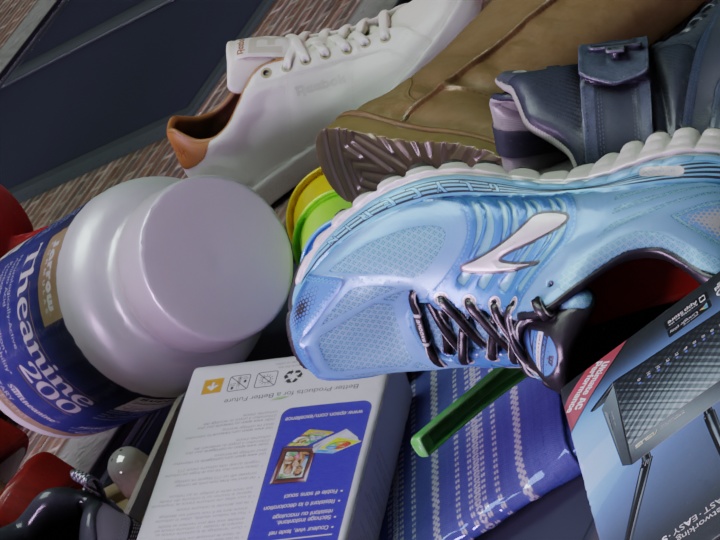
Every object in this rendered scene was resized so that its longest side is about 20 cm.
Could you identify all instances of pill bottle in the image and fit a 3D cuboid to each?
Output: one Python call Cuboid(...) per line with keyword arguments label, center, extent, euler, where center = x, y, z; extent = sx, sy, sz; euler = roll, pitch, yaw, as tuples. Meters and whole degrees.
Cuboid(label="pill bottle", center=(-0.115, 0.016, 1.329), extent=(0.111, 0.111, 0.200), euler=(-55, 15, -28))

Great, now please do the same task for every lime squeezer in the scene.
Cuboid(label="lime squeezer", center=(0.107, 0.018, 1.041), extent=(0.200, 0.038, 0.071), euler=(-27, 32, 0))

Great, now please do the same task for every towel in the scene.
Cuboid(label="towel", center=(0.017, 0.093, 1.106), extent=(0.200, 0.024, 0.145), euler=(-37, 23, 20))

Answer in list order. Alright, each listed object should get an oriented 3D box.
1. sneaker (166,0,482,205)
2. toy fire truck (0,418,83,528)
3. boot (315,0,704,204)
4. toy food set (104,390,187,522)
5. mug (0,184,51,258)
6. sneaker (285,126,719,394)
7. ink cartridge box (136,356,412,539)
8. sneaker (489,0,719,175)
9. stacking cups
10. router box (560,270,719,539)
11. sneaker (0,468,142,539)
Cuboid(label="sneaker", center=(-0.025, -0.112, 1.490), extent=(0.200, 0.085, 0.073), euler=(-36, 20, 14))
Cuboid(label="toy fire truck", center=(-0.221, 0.143, 1.180), extent=(0.168, 0.112, 0.200), euler=(-60, -6, 20))
Cuboid(label="boot", center=(0.099, -0.091, 1.235), extent=(0.175, 0.066, 0.200), euler=(24, 51, 39))
Cuboid(label="toy food set", center=(-0.169, 0.145, 1.282), extent=(0.200, 0.060, 0.144), euler=(-30, 24, 33))
Cuboid(label="mug", center=(-0.252, 0.025, 1.579), extent=(0.177, 0.133, 0.200), euler=(-38, 24, 18))
Cuboid(label="sneaker", center=(0.061, 0.007, 0.986), extent=(0.200, 0.078, 0.090), euler=(-15, 37, 21))
Cuboid(label="ink cartridge box", center=(-0.042, 0.109, 1.063), extent=(0.095, 0.037, 0.200), euler=(-7, 35, 19))
Cuboid(label="sneaker", center=(0.128, -0.083, 1.090), extent=(0.146, 0.077, 0.202), euler=(-11, 26, 14))
Cuboid(label="stacking cups", center=(0.000, 0.000, 1.228), extent=(0.060, 0.061, 0.200), euler=(-41, 15, 7))
Cuboid(label="router box", center=(0.166, 0.038, 0.869), extent=(0.200, 0.062, 0.150), euler=(-38, 22, 13))
Cuboid(label="sneaker", center=(-0.154, 0.170, 1.063), extent=(0.078, 0.140, 0.200), euler=(14, 63, 37))
